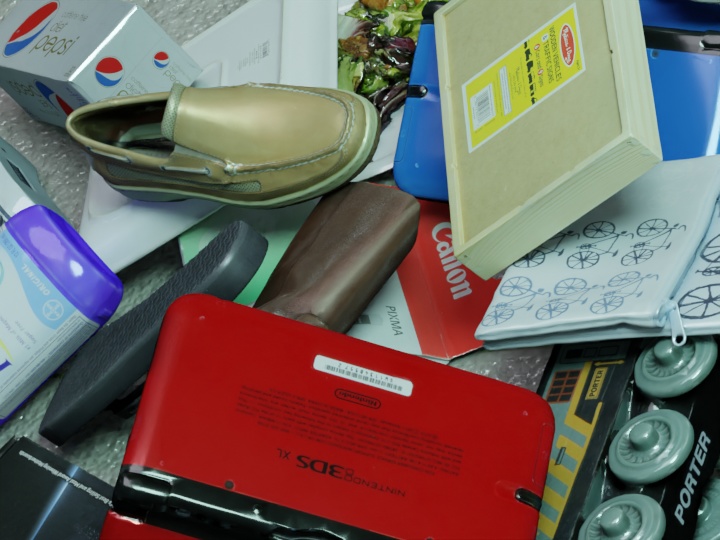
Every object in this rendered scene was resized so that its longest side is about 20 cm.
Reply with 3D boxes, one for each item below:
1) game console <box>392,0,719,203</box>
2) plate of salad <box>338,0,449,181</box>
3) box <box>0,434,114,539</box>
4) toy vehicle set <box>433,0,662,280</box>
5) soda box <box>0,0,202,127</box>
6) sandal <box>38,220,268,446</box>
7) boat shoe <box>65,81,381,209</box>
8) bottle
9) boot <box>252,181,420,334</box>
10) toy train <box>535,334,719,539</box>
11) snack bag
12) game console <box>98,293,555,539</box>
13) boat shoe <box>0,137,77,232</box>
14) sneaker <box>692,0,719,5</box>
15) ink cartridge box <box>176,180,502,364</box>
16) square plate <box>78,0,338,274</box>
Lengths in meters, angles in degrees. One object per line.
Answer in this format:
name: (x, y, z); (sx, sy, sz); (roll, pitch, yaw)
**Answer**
game console: (0.141, -0.106, 1.575); (0.200, 0.118, 0.171); (9, 83, 23)
plate of salad: (-0.011, -0.129, 1.668); (0.200, 0.048, 0.200); (-13, 44, 13)
box: (-0.158, 0.199, 1.382); (0.200, 0.086, 0.164); (24, 62, 41)
toy vehicle set: (0.099, -0.103, 1.444); (0.124, 0.027, 0.200); (-34, 38, 29)
soda box: (-0.178, -0.132, 1.686); (0.068, 0.064, 0.200); (-50, 26, -11)
sandal: (-0.116, 0.048, 1.496); (0.200, 0.043, 0.076); (-38, 20, 36)
boat shoe: (-0.085, -0.077, 1.504); (0.200, 0.076, 0.072); (-7, 62, 35)
bottle: (-0.234, 0.054, 1.558); (0.200, 0.065, 0.084); (-43, 74, 3)
boot: (-0.011, 0.020, 1.415); (0.186, 0.064, 0.200); (-2, 40, 53)
toy train: (0.130, 0.108, 1.342); (0.114, 0.085, 0.200); (-8, 46, 37)
snack bag: (0.176, -0.016, 1.391); (0.200, 0.021, 0.189); (-4, 28, 24)
game console: (-0.024, 0.130, 1.288); (0.200, 0.119, 0.172); (17, 57, -5)
boat shoe: (-0.250, -0.037, 1.679); (0.091, 0.071, 0.200); (-47, 31, 4)
sneaker: (0.188, -0.216, 1.575); (0.079, 0.095, 0.200); (3, 16, -29)
ink cartridge box: (0.000, 0.000, 1.535); (0.200, 0.050, 0.161); (-23, 42, 6)
square plate: (-0.099, -0.096, 1.634); (0.198, 0.028, 0.200); (-32, 30, 21)
